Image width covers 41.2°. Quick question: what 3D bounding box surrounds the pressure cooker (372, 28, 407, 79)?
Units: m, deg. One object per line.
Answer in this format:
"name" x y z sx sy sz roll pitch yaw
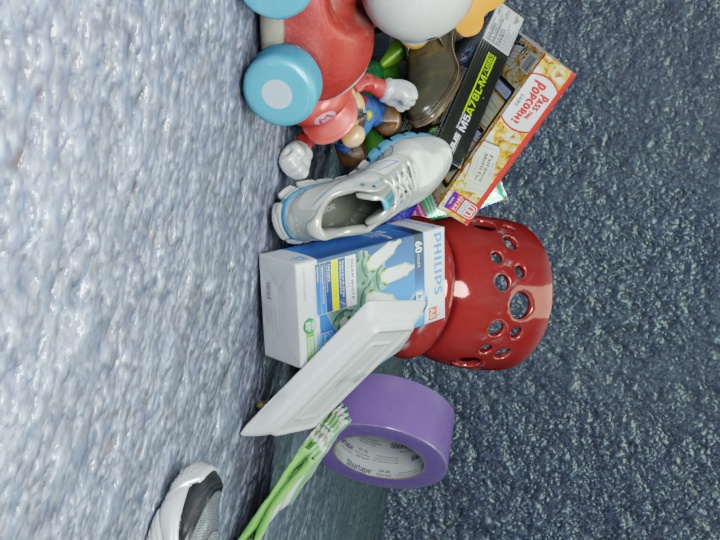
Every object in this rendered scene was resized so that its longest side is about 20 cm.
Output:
"pressure cooker" 0.079 -0.231 1.326 0.176 0.178 0.201 99 -5 -85

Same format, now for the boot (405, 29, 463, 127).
"boot" 0.062 -0.251 1.043 0.097 0.075 0.200 46 42 -37

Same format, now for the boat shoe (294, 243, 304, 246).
"boat shoe" -0.040 -0.039 1.047 0.199 0.073 0.068 -175 -70 -85

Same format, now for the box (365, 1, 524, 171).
"box" 0.092 -0.202 1.128 0.193 0.047 0.200 -1 -117 64

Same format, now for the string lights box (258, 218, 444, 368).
"string lights box" -0.003 0.017 0.958 0.200 0.059 0.103 -16 111 -40

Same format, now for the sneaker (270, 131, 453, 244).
"sneaker" 0.019 -0.072 0.919 0.087 0.200 0.075 19 -46 57

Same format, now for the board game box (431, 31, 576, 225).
"board game box" 0.145 -0.169 1.090 0.200 0.046 0.152 -55 -160 19

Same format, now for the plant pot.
"plant pot" 0.115 0.022 1.221 0.200 0.182 0.201 -20 -114 54

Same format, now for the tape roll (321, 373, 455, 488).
"tape roll" 0.034 0.237 1.398 0.200 0.199 0.085 88 12 -54

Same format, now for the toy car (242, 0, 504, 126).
"toy car" 0.020 -0.218 0.781 0.185 0.199 0.177 -72 166 -52

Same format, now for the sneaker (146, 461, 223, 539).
"sneaker" -0.102 0.243 0.688 0.076 0.113 0.201 84 16 -64

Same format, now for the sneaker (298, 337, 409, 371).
"sneaker" -0.009 0.101 1.141 0.200 0.076 0.081 -46 -175 46

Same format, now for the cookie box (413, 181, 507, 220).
"cookie box" 0.093 -0.098 1.363 0.171 0.199 0.075 -110 177 -85

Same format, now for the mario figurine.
"mario figurine" -0.010 -0.140 0.952 0.200 0.106 0.124 5 99 -74

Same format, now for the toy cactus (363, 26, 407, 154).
"toy cactus" -0.009 -0.226 1.087 0.165 0.102 0.201 -33 136 -56

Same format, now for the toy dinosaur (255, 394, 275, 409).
"toy dinosaur" -0.032 0.122 1.041 0.200 0.058 0.101 -31 179 -33

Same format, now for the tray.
"tray" -0.022 0.101 0.925 0.200 0.022 0.107 -46 157 24

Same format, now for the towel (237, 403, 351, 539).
"towel" -0.070 0.225 1.017 0.149 0.031 0.200 -57 176 9

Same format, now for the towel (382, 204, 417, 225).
"towel" 0.000 0.000 1.096 0.200 0.049 0.148 -60 -170 -26
